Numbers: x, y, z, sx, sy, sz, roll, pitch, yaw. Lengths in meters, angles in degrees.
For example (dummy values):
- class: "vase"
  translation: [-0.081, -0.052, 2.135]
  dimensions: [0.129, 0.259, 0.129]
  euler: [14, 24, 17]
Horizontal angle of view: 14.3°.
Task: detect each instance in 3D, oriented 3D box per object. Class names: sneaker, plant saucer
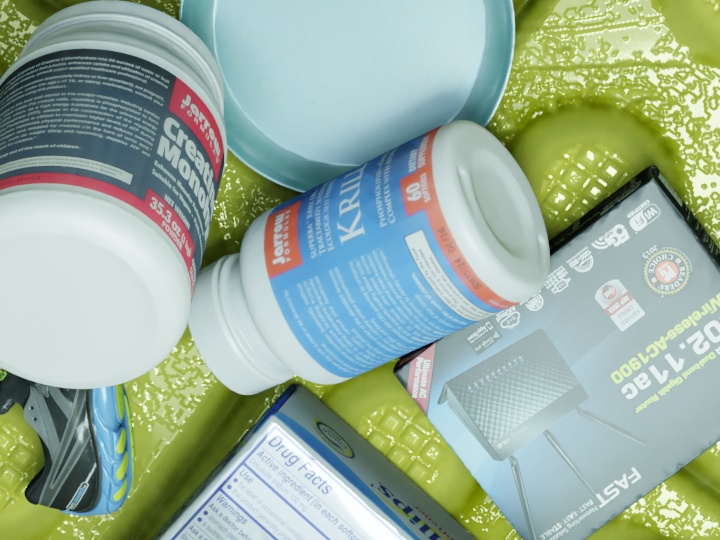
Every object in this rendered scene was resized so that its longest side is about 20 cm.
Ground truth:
- class: "sneaker"
  translation: [-0.185, 0.052, 1.730]
  dimensions: [0.083, 0.071, 0.200]
  euler: [-4, 100, 4]
- class: "plant saucer"
  translation: [-0.007, -0.143, 1.702]
  dimensions: [0.200, 0.027, 0.200]
  euler: [1, 100, 6]

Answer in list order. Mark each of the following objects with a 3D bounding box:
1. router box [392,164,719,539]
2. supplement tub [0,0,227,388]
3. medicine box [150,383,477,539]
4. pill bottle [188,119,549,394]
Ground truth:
- class: "router box"
  translation: [0.141, 0.057, 1.701]
  dimensions: [0.200, 0.062, 0.150]
  euler: [-38, 95, 10]
- class: "supplement tub"
  translation: [-0.151, -0.045, 1.617]
  dimensions: [0.140, 0.200, 0.140]
  euler: [4, 132, 5]
- class: "medicine box"
  translation: [-0.042, 0.205, 1.724]
  dimensions: [0.182, 0.103, 0.200]
  euler: [42, 100, -2]
- class: "pill bottle"
  translation: [0.000, 0.000, 1.668]
  dimensions: [0.200, 0.112, 0.112]
  euler: [-26, 96, 25]
